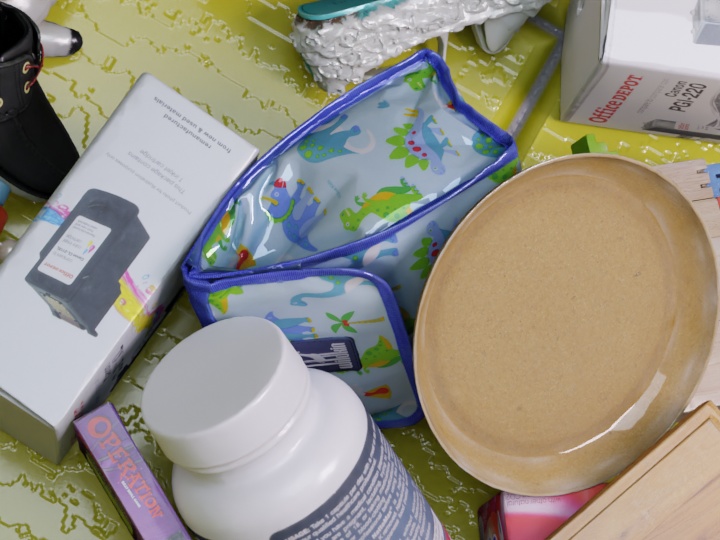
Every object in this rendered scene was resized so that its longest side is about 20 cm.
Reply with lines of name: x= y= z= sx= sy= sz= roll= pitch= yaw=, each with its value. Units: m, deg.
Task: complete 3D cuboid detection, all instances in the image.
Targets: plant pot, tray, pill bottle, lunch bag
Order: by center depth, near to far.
pill bottle: x=-0.036 y=0.125 z=1.486 sx=0.120 sy=0.120 sz=0.200 roll=-41 pitch=126 yaw=-13
plant pot: x=0.113 y=0.029 z=1.489 sx=0.200 sy=0.027 sz=0.200 roll=-8 pitch=109 yaw=-25
tray: x=0.153 y=0.175 z=1.490 sx=0.200 sy=0.037 sz=0.099 roll=-40 pitch=86 yaw=-10
lunch bag: x=0.000 y=0.000 z=1.527 sx=0.200 sy=0.170 sz=0.127 roll=-31 pitch=53 yaw=-10

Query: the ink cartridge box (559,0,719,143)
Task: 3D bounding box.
ink cartridge box: x=0.231 y=-0.132 z=1.606 sx=0.200 sy=0.146 sz=0.085 roll=9 pitch=78 yaw=-4

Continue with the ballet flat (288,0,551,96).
ballet flat: x=0.053 y=-0.159 z=1.642 sx=0.200 sy=0.072 sz=0.072 roll=-18 pitch=80 yaw=-8

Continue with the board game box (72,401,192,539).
board game box: x=-0.102 y=0.173 z=1.515 sx=0.032 sy=0.120 sz=0.200 roll=-31 pitch=84 yaw=-5

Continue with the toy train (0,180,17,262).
toy train: x=-0.294 y=0.015 z=1.533 sx=0.150 sy=0.056 sz=0.200 roll=22 pitch=77 yaw=28

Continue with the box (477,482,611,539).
box: x=0.176 y=0.175 z=1.559 sx=0.200 sy=0.095 sz=0.100 roll=-3 pitch=79 yaw=-7

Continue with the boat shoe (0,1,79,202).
boat shoe: x=-0.216 y=-0.119 z=1.542 sx=0.063 sy=0.201 sz=0.074 roll=-21 pitch=37 yaw=16

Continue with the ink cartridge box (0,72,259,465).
ink cartridge box: x=-0.151 y=0.003 z=1.534 sx=0.083 sy=0.146 sz=0.200 roll=34 pitch=77 yaw=2

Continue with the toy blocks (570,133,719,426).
toy blocks: x=0.211 y=0.010 z=1.611 sx=0.136 sy=0.100 sz=0.200 roll=-10 pitch=80 yaw=-20

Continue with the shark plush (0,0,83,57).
shark plush: x=-0.255 y=-0.157 z=1.618 sx=0.200 sy=0.091 sz=0.083 roll=-27 pitch=60 yaw=7
